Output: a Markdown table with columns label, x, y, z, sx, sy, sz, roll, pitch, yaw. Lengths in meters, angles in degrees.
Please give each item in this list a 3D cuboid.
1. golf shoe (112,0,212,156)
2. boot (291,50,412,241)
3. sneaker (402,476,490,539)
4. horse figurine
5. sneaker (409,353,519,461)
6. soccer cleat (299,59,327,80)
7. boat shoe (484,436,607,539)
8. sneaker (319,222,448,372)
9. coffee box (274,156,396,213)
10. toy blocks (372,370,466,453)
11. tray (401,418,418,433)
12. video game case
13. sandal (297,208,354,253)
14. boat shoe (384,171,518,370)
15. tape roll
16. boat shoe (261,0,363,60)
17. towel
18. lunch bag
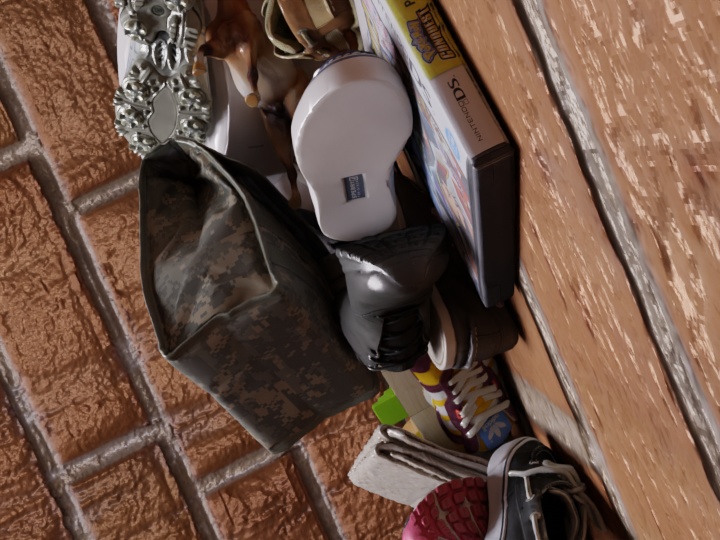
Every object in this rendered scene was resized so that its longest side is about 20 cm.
| label | x | y | z | sx | sy | sz | roll | pitch | yaw |
| --- | --- | --- | --- | --- | --- | --- | --- | --- | --- |
| golf shoe | -0.143 | -0.172 | 1.022 | 0.201 | 0.077 | 0.098 | 104 | 174 | -50 |
| boot | -0.012 | -0.098 | 0.822 | 0.201 | 0.072 | 0.092 | 97 | 164 | -67 |
| sneaker | 0.090 | 0.204 | 0.979 | 0.199 | 0.074 | 0.081 | 19 | -137 | -53 |
| horse figurine | -0.066 | -0.133 | 0.983 | 0.201 | 0.049 | 0.134 | 52 | -158 | -35 |
| sneaker | 0.087 | 0.090 | 1.059 | 0.091 | 0.075 | 0.200 | 54 | 177 | 27 |
| soccer cleat | -0.052 | -0.208 | 1.088 | 0.087 | 0.069 | 0.202 | 74 | 172 | -59 |
| boat shoe | 0.125 | 0.165 | 0.914 | 0.074 | 0.068 | 0.199 | 54 | -158 | -6 |
| sneaker | 0.022 | 0.021 | 0.883 | 0.200 | 0.075 | 0.092 | 142 | 116 | -83 |
| coffee box | -0.022 | -0.070 | 1.204 | 0.080 | 0.112 | 0.202 | -144 | 30 | -83 |
| toy blocks | 0.065 | 0.091 | 1.255 | 0.201 | 0.099 | 0.137 | 57 | -168 | -20 |
| tray | 0.118 | 0.228 | 1.293 | 0.098 | 0.037 | 0.201 | 18 | -145 | -43 |
| video game case | 0.042 | -0.093 | 0.794 | 0.200 | 0.025 | 0.182 | 75 | 171 | -67 |
| sandal | 0.000 | 0.001 | 1.092 | 0.198 | 0.043 | 0.077 | 11 | 120 | 40 |
| boat shoe | 0.056 | -0.004 | 0.970 | 0.201 | 0.056 | 0.068 | -112 | 21 | -47 |
| tape roll | -0.128 | -0.159 | 1.112 | 0.202 | 0.070 | 0.206 | 26 | 122 | 50 |
| boat shoe | -0.034 | -0.184 | 0.937 | 0.200 | 0.073 | 0.077 | 150 | 95 | -86 |
| towel | 0.061 | 0.176 | 1.137 | 0.131 | 0.035 | 0.200 | 22 | 162 | -1 |
| lunch bag | -0.084 | 0.005 | 1.005 | 0.164 | 0.117 | 0.201 | 51 | -168 | -48 |
